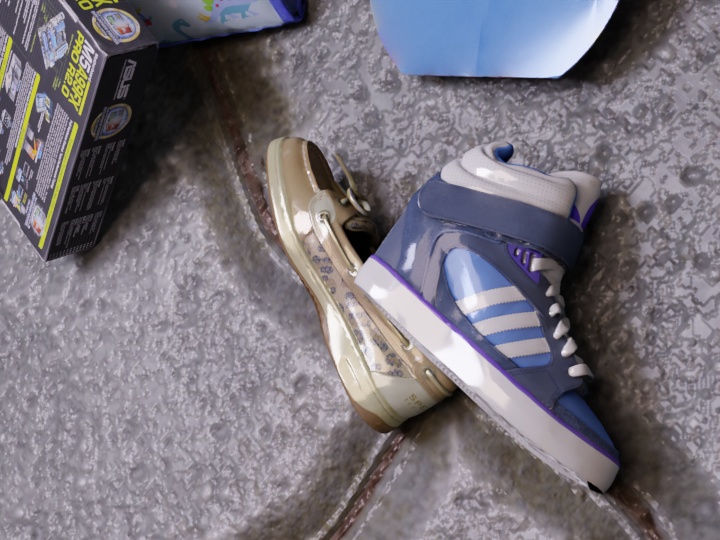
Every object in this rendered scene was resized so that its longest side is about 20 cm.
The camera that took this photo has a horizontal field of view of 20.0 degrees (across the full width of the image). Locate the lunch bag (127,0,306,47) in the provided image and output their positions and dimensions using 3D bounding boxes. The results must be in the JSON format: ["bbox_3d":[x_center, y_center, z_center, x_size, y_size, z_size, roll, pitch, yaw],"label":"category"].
[{"bbox_3d":[-0.131,-0.253,1.382,0.169,0.127,0.201,-5,104,32],"label":"lunch bag"}]

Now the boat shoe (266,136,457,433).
[{"bbox_3d":[0.000,0.000,1.269,0.062,0.073,0.201,-28,75,18],"label":"boat shoe"}]

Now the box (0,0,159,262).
[{"bbox_3d":[-0.217,-0.131,1.383,0.160,0.044,0.200,50,139,25],"label":"box"}]

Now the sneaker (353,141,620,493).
[{"bbox_3d":[0.109,0.014,1.186,0.200,0.081,0.147,42,86,16],"label":"sneaker"}]

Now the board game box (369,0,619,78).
[{"bbox_3d":[0.095,-0.195,1.273,0.199,0.039,0.159,5,86,39],"label":"board game box"}]
